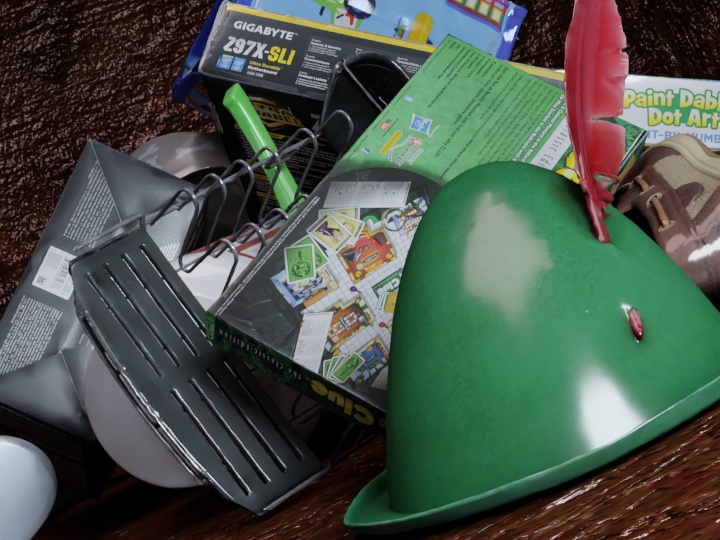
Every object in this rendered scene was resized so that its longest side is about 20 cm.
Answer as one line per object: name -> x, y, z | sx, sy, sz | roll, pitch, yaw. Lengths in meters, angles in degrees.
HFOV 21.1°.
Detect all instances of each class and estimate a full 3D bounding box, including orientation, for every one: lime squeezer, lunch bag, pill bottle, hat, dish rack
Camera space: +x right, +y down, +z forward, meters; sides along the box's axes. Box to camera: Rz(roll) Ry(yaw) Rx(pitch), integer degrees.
lime squeezer -> 0.000, 0.000, 0.925 | 0.038, 0.200, 0.071 | -42, 23, 20
lunch bag -> -0.019, -0.107, 1.100 | 0.095, 0.150, 0.200 | -69, 11, -21
pill bottle -> -0.060, 0.041, 0.955 | 0.111, 0.113, 0.200 | -23, 2, 17
hat -> 0.040, -0.028, 0.665 | 0.165, 0.177, 0.200 | -23, 2, 18
dish rack -> -0.020, 0.006, 0.833 | 0.199, 0.154, 0.055 | -31, -14, -38

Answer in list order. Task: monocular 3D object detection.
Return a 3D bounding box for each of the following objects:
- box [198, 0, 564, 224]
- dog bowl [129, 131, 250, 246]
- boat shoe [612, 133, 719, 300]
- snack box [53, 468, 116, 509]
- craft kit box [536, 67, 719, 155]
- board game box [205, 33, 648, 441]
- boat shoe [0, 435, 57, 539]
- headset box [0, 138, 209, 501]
box -> 0.028, -0.056, 0.984 | 0.198, 0.050, 0.160 | 14, -26, 14
dog bowl -> -0.077, -0.008, 1.203 | 0.199, 0.200, 0.059 | -21, 37, 47
boat shoe -> 0.127, -0.011, 0.825 | 0.071, 0.073, 0.200 | -22, 8, -5
snack box -> -0.215, 0.123, 1.179 | 0.024, 0.073, 0.200 | 14, 22, 27
craft kit box -> 0.175, -0.082, 1.160 | 0.196, 0.049, 0.200 | 6, -3, -5
board game box -> 0.032, -0.017, 0.807 | 0.200, 0.104, 0.024 | -50, -21, -37
boat shoe -> -0.245, 0.150, 0.985 | 0.201, 0.075, 0.086 | -34, 1, -9
headset box -> -0.150, 0.036, 1.088 | 0.200, 0.077, 0.150 | 109, -176, -72
